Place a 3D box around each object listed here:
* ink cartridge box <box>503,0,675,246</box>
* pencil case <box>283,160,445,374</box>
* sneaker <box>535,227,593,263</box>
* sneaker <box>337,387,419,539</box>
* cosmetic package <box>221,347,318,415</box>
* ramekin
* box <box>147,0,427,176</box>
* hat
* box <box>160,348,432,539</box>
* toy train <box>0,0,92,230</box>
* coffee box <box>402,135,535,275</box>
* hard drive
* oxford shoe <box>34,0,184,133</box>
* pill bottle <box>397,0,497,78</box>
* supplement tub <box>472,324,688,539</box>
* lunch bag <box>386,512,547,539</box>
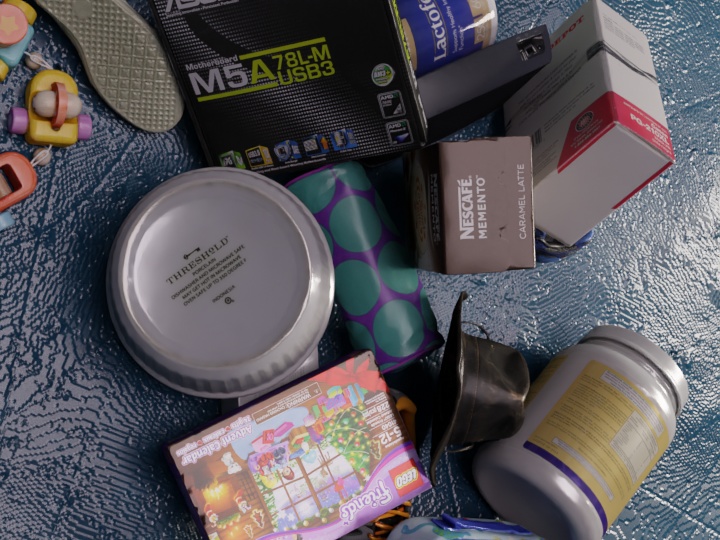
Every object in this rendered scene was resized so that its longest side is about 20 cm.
[{"bbox_3d":[0.218,-0.149,1.249,0.084,0.145,0.200,29,40,-25],"label":"ink cartridge box"},{"bbox_3d":[0.000,0.000,1.174,0.085,0.092,0.200,-21,86,-62],"label":"pencil case"},{"bbox_3d":[0.152,-0.053,1.282,0.200,0.078,0.075,4,82,-30],"label":"sneaker"},{"bbox_3d":[0.018,0.203,1.177,0.078,0.077,0.200,-1,86,-32],"label":"sneaker"},{"bbox_3d":[-0.083,0.096,1.144,0.082,0.051,0.200,0,84,-25],"label":"cosmetic package"},{"bbox_3d":[-0.119,0.007,1.065,0.202,0.094,0.203,0,85,-4],"label":"ramekin"},{"bbox_3d":[-0.059,-0.181,1.086,0.048,0.200,0.193,-82,160,-54],"label":"box"},{"bbox_3d":[0.112,0.114,1.164,0.081,0.201,0.201,11,77,2],"label":"hat"},{"bbox_3d":[-0.053,0.170,1.094,0.200,0.039,0.137,-25,93,-20],"label":"box"},{"bbox_3d":[-0.301,-0.140,1.042,0.150,0.056,0.200,-28,99,-30],"label":"toy train"},{"bbox_3d":[0.092,-0.058,1.131,0.080,0.200,0.115,-4,92,-7],"label":"coffee box"},{"bbox_3d":[0.088,-0.166,1.223,0.200,0.135,0.042,-28,84,-31],"label":"hard drive"},{"bbox_3d":[-0.220,-0.208,1.096,0.075,0.058,0.200,-35,110,8],"label":"oxford shoe"},{"bbox_3d":[0.024,-0.222,1.206,0.200,0.116,0.116,-28,99,-29],"label":"pill bottle"},{"bbox_3d":[0.221,0.165,1.259,0.200,0.145,0.145,-46,107,-26],"label":"supplement tub"},{"bbox_3d":[0.099,0.310,1.176,0.200,0.082,0.161,14,95,-39],"label":"lunch bag"}]
